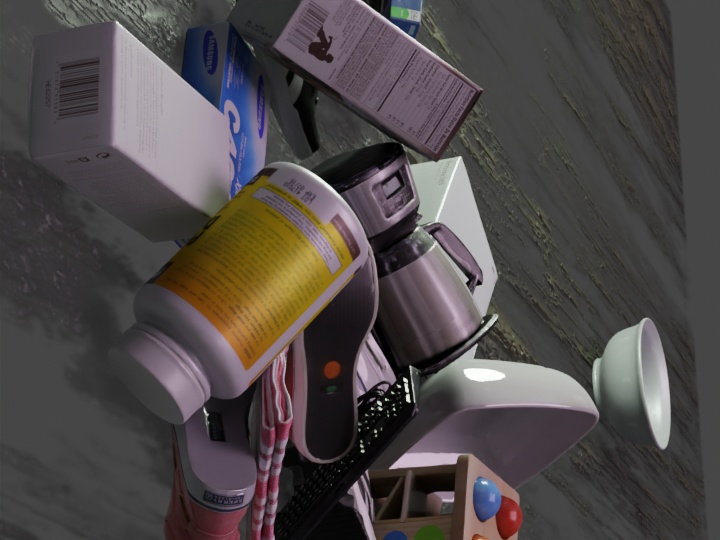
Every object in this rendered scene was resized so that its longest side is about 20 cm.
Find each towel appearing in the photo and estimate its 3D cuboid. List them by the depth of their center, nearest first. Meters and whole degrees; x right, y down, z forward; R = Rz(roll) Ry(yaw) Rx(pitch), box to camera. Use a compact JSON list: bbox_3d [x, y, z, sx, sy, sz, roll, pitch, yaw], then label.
[{"bbox_3d":[-0.071,0.146,1.495,0.147,0.030,0.201,-93,-172,-52],"label":"towel"}]

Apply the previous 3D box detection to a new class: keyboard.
[{"bbox_3d":[-0.024,0.156,1.593,0.040,0.200,0.104,37,18,-12],"label":"keyboard"}]

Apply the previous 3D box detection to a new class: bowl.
[{"bbox_3d":[0.114,0.153,1.870,0.199,0.200,0.075,7,54,-35],"label":"bowl"},{"bbox_3d":[0.408,0.178,2.875,0.201,0.090,0.202,-8,90,-71],"label":"bowl"}]

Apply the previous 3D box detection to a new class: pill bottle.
[{"bbox_3d":[-0.094,0.019,1.415,0.200,0.109,0.109,-46,134,-22],"label":"pill bottle"}]

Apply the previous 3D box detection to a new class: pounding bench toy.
[{"bbox_3d":[0.066,0.289,1.760,0.124,0.155,0.201,42,47,-53],"label":"pounding bench toy"}]

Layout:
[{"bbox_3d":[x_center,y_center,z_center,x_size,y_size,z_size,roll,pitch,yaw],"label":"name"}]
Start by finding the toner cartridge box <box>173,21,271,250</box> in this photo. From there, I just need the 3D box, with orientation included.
[{"bbox_3d":[-0.118,-0.101,1.590,0.095,0.043,0.201,54,33,-54],"label":"toner cartridge box"}]

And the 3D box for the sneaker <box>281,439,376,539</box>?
[{"bbox_3d":[-0.015,0.213,1.706,0.088,0.074,0.201,-25,106,-68],"label":"sneaker"}]

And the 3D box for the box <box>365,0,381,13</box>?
[{"bbox_3d":[-0.017,-0.380,1.976,0.161,0.049,0.201,55,33,-50],"label":"box"}]

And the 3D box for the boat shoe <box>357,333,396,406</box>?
[{"bbox_3d":[-0.036,0.032,1.668,0.067,0.073,0.201,-31,103,-26],"label":"boat shoe"}]

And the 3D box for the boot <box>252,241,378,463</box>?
[{"bbox_3d":[-0.050,0.043,1.582,0.144,0.072,0.201,35,-59,58],"label":"boot"}]

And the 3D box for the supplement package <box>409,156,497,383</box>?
[{"bbox_3d":[0.056,0.004,1.935,0.200,0.110,0.156,-69,145,-55],"label":"supplement package"}]

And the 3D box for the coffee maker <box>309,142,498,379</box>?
[{"bbox_3d":[0.000,0.000,1.739,0.201,0.191,0.135,62,28,-11],"label":"coffee maker"}]

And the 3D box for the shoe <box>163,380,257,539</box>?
[{"bbox_3d":[-0.122,0.142,1.461,0.200,0.071,0.091,-102,-154,-55],"label":"shoe"}]

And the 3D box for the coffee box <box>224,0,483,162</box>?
[{"bbox_3d":[-0.005,-0.186,1.650,0.200,0.113,0.080,32,91,-32],"label":"coffee box"}]

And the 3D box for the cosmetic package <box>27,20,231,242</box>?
[{"bbox_3d":[-0.168,-0.099,1.411,0.200,0.074,0.102,44,43,-63],"label":"cosmetic package"}]

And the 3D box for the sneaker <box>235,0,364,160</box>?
[{"bbox_3d":[-0.040,-0.207,1.723,0.073,0.111,0.201,-125,-164,-66],"label":"sneaker"}]

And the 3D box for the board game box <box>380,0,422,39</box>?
[{"bbox_3d":[0.040,-0.299,2.026,0.136,0.034,0.201,111,-12,-56],"label":"board game box"}]
